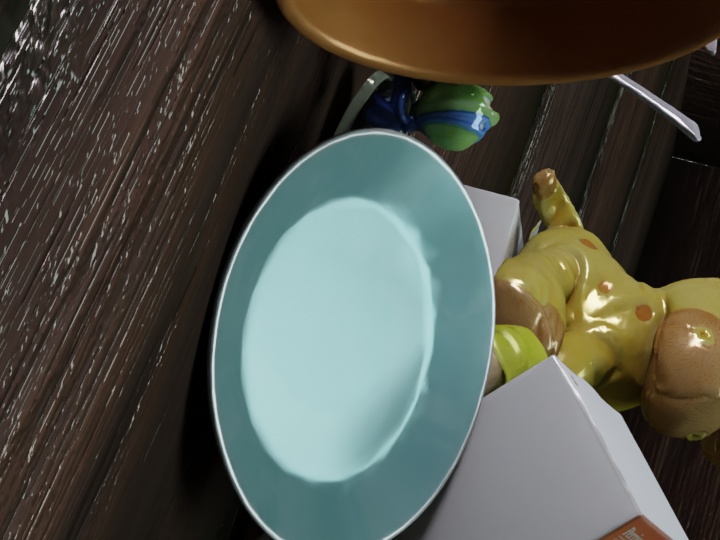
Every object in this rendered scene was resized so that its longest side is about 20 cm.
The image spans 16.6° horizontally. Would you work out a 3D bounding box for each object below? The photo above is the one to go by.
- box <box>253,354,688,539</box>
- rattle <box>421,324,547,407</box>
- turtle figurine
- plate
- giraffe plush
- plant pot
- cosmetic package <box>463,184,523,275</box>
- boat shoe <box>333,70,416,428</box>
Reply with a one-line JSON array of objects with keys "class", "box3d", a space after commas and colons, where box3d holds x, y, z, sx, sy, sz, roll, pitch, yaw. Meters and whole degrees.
[{"class": "box", "box3d": [0.055, 0.148, 1.268, 0.098, 0.199, 0.124, 62, 11, 25]}, {"class": "rattle", "box3d": [0.004, 0.061, 1.324, 0.130, 0.143, 0.200, -39, 171, -32]}, {"class": "turtle figurine", "box3d": [0.092, -0.155, 1.187, 0.144, 0.199, 0.196, 20, 63, -60]}, {"class": "plate", "box3d": [-0.007, 0.033, 1.151, 0.199, 0.025, 0.202, -12, 106, -47]}, {"class": "giraffe plush", "box3d": [0.157, 0.050, 1.419, 0.173, 0.161, 0.201, 94, 13, -45]}, {"class": "plant pot", "box3d": [0.065, -0.177, 1.017, 0.200, 0.198, 0.141, 73, 18, -72]}, {"class": "cosmetic package", "box3d": [0.051, 0.027, 1.515, 0.200, 0.081, 0.114, 78, 28, -71]}, {"class": "boat shoe", "box3d": [0.000, 0.000, 1.227, 0.072, 0.067, 0.201, 63, 41, -73]}]
